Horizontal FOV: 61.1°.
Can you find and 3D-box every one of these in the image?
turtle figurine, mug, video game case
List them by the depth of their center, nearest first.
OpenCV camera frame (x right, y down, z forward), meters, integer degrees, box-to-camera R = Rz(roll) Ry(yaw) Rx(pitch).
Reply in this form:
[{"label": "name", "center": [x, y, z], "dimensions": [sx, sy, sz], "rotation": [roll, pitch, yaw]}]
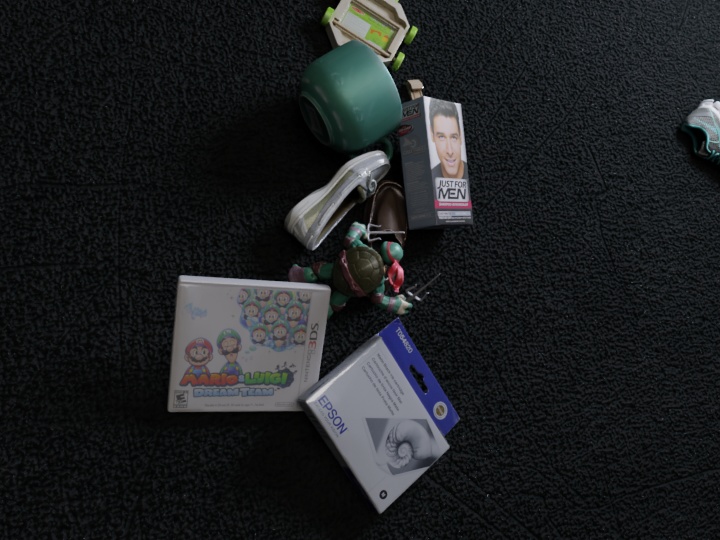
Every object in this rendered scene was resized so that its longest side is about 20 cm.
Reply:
[{"label": "video game case", "center": [-0.148, 0.102, 0.813], "dimensions": [0.199, 0.024, 0.183], "rotation": [4, 104, -19]}, {"label": "turtle figurine", "center": [0.000, 0.000, 0.857], "dimensions": [0.101, 0.200, 0.150], "rotation": [11, 58, -62]}, {"label": "mug", "center": [-0.017, -0.246, 0.946], "dimensions": [0.114, 0.152, 0.185], "rotation": [-33, 90, -14]}]

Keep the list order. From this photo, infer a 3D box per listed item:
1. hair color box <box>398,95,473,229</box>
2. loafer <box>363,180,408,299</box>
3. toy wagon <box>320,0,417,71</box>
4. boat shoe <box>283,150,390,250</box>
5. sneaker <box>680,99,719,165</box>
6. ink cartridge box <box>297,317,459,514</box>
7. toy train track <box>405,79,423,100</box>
[{"label": "hair color box", "center": [0.121, -0.169, 0.984], "dimensions": [0.099, 0.061, 0.201], "rotation": [-6, 89, -45]}, {"label": "loafer", "center": [0.045, -0.055, 0.954], "dimensions": [0.073, 0.071, 0.201], "rotation": [13, 70, -17]}, {"label": "toy wagon", "center": [0.025, -0.448, 1.087], "dimensions": [0.155, 0.040, 0.200], "rotation": [29, 65, -10]}, {"label": "boat shoe", "center": [-0.025, -0.109, 0.938], "dimensions": [0.202, 0.074, 0.065], "rotation": [-39, 72, -22]}, {"label": "sneaker", "center": [0.752, -0.257, 1.291], "dimensions": [0.091, 0.078, 0.200], "rotation": [-31, 82, -10]}, {"label": "ink cartridge box", "center": [0.042, 0.201, 0.871], "dimensions": [0.200, 0.041, 0.200], "rotation": [-37, 101, -26]}, {"label": "toy train track", "center": [0.121, -0.247, 1.064], "dimensions": [0.114, 0.033, 0.201], "rotation": [-10, 77, -23]}]
